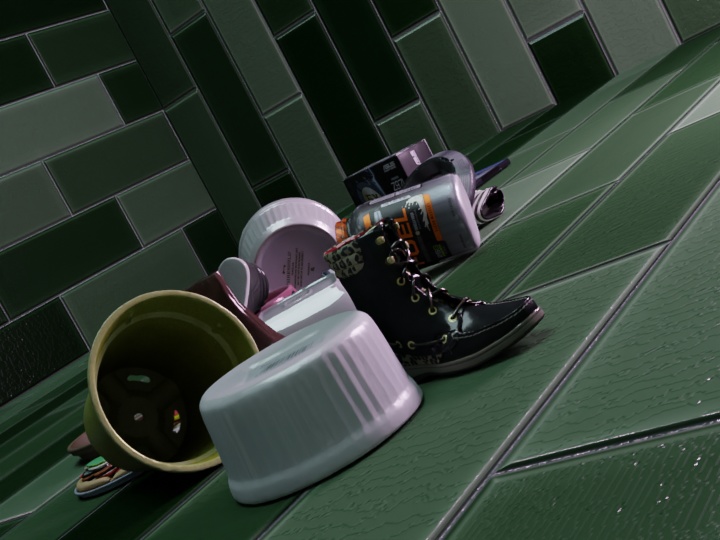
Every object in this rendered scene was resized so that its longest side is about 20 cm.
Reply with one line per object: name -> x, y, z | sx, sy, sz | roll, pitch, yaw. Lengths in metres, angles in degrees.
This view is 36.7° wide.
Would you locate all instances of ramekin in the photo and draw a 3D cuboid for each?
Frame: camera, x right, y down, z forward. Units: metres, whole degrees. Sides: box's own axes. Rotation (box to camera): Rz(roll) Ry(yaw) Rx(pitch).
ramekin -> -0.108, -0.018, 1.871 | 0.201, 0.203, 0.094 | -28, 19, 0
ramekin -> -0.051, 0.119, 1.001 | 0.200, 0.098, 0.200 | -28, 7, 4

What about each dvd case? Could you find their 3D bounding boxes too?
dvd case -> 0.242, -0.195, 2.466 | 0.142, 0.018, 0.200 | -22, 9, 40

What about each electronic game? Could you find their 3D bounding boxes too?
electronic game -> 0.116, -0.104, 1.781 | 0.200, 0.041, 0.201 | -36, 41, 39

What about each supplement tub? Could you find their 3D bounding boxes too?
supplement tub -> 0.070, -0.059, 1.625 | 0.199, 0.123, 0.123 | -19, 8, 11

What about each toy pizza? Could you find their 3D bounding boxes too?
toy pizza -> -0.286, 0.228, 1.412 | 0.199, 0.032, 0.200 | -28, 7, 4

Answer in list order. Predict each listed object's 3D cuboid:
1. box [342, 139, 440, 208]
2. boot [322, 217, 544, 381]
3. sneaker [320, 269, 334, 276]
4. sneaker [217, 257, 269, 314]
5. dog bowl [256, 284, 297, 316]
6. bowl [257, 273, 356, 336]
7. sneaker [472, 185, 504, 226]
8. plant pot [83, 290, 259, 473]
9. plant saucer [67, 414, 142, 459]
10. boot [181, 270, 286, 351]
box -> 0.080, -0.148, 2.160 | 0.086, 0.165, 0.200 | -32, 8, -33
boot -> 0.061, 0.020, 1.034 | 0.203, 0.154, 0.073 | -22, 9, 43
sneaker -> 0.000, 0.000, 1.787 | 0.108, 0.070, 0.200 | -25, 10, 13
sneaker -> -0.183, 0.078, 1.628 | 0.070, 0.202, 0.099 | 13, 7, 18
dog bowl -> -0.166, 0.094, 1.750 | 0.199, 0.074, 0.200 | -28, 7, 4
bowl -> -0.074, 0.071, 1.556 | 0.199, 0.075, 0.200 | -29, 8, 0
sneaker -> 0.196, -0.110, 1.869 | 0.115, 0.076, 0.201 | -18, 18, 14
plant pot -> -0.233, 0.148, 1.238 | 0.200, 0.201, 0.184 | -33, -3, -34
plant saucer -> -0.355, 0.233, 1.666 | 0.199, 0.030, 0.200 | -29, 7, 4
boot -> -0.151, 0.077, 1.411 | 0.199, 0.167, 0.072 | -23, 9, 38
